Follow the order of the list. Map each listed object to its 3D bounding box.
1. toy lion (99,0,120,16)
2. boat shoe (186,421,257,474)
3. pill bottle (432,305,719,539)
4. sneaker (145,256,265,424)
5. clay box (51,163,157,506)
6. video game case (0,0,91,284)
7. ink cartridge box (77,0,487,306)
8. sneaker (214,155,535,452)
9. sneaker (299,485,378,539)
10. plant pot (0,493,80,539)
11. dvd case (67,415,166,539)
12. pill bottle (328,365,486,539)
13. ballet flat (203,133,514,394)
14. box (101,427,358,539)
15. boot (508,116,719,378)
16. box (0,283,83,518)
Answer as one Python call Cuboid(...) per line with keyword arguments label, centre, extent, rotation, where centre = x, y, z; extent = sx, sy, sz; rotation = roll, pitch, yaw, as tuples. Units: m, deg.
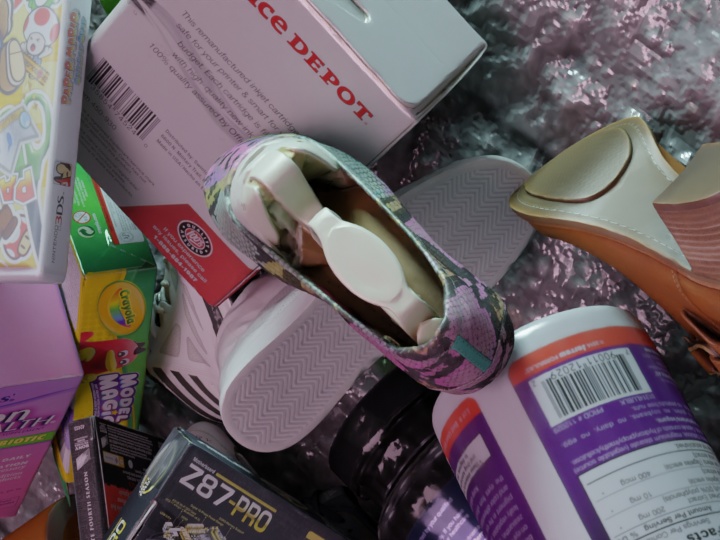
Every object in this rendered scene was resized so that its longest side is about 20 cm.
Cuboid(label="toy lion", centre=(-0.061, -0.155, 1.174), extent=(0.200, 0.069, 0.192), rotation=(-16, 102, 44))
Cuboid(label="boat shoe", centre=(-0.054, 0.175, 1.276), extent=(0.071, 0.069, 0.200), rotation=(-14, 115, 20))
Cuboid(label="pill bottle", centre=(0.120, 0.126, 0.985), extent=(0.111, 0.111, 0.200), rotation=(-50, 55, 40))
Cuboid(label="sneaker", centre=(-0.104, -0.001, 1.248), extent=(0.115, 0.076, 0.201), rotation=(-23, 92, 42))
Cuboid(label="clay box", centre=(-0.161, 0.033, 1.281), extent=(0.200, 0.047, 0.115), rotation=(101, 154, -44))
Cuboid(label="video game case", centre=(-0.221, -0.085, 1.154), extent=(0.200, 0.023, 0.183), rotation=(1, 84, 39))
Cuboid(label="ink cartridge box", centre=(-0.053, -0.097, 1.110), extent=(0.147, 0.083, 0.200), rotation=(48, 135, -2))
Cuboid(label="sneaker", centre=(0.000, 0.000, 1.146), extent=(0.200, 0.116, 0.074), rotation=(-39, 109, 3))
Cuboid(label="sneaker", centre=(-0.038, 0.153, 1.196), extent=(0.074, 0.199, 0.081), rotation=(-142, 67, -69))
Cuboid(label="plant pot", centre=(-0.191, 0.242, 1.347), extent=(0.200, 0.200, 0.183), rotation=(50, 115, 17))
Cuboid(label="dvd case", centre=(-0.113, 0.191, 1.239), extent=(0.022, 0.146, 0.201), rotation=(-16, 72, 19))
Cuboid(label="pill bottle", centre=(0.081, 0.136, 1.108), extent=(0.200, 0.112, 0.112), rotation=(43, 128, 21))
Cuboid(label="ballet flat", centre=(-0.011, -0.016, 0.996), extent=(0.069, 0.071, 0.200), rotation=(-49, 55, -2))
Cuboid(label="box", centre=(-0.055, 0.201, 1.137), extent=(0.161, 0.200, 0.049), rotation=(-57, 16, -1))
Cuboid(label="boot", centre=(0.158, 0.012, 1.027), extent=(0.155, 0.074, 0.200), rotation=(54, 166, -21))
Cuboid(label="box", centre=(-0.249, 0.035, 1.288), extent=(0.200, 0.096, 0.176), rotation=(122, 134, -55))
